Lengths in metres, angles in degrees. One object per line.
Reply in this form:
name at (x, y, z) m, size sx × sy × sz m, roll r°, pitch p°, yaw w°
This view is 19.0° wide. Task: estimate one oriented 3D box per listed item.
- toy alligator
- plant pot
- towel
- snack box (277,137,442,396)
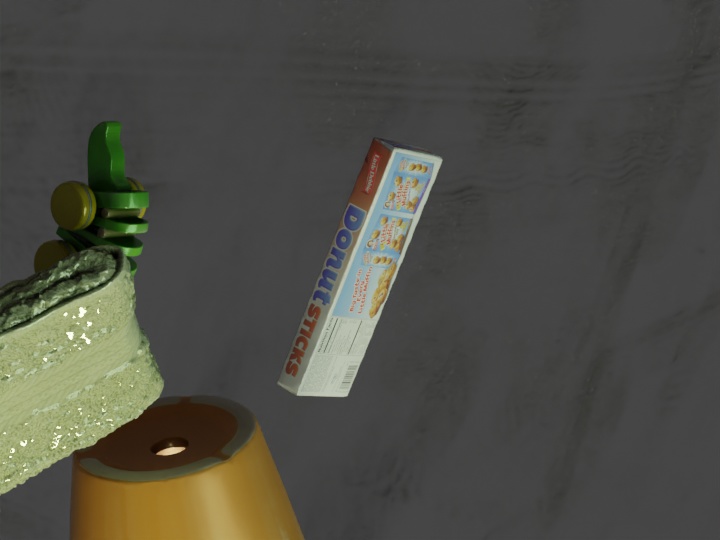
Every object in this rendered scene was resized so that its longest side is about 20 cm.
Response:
toy alligator at (-0.168, 0.007, 1.344) m, size 0.059 × 0.054 × 0.201 m, roll -6°, pitch 118°, yaw -54°
plant pot at (-0.118, 0.193, 1.451) m, size 0.200 × 0.199 × 0.184 m, roll -30°, pitch 121°, yaw -42°
towel at (-0.215, 0.077, 1.299) m, size 0.199 × 0.037 × 0.149 m, roll -30°, pitch 140°, yaw -17°
snack box at (0.000, 0.000, 1.618) m, size 0.072 × 0.024 × 0.201 m, roll 7°, pitch 107°, yaw -57°
